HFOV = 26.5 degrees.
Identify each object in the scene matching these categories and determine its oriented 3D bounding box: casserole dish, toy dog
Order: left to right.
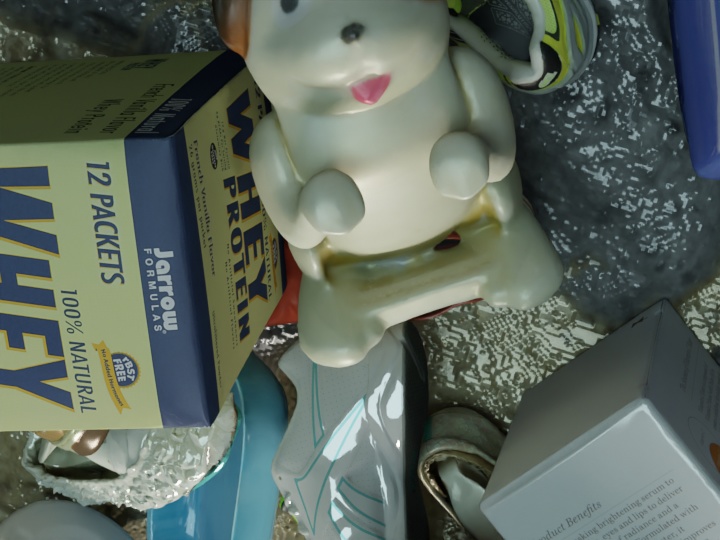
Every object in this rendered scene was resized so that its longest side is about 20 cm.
[{"bbox_3d":[-0.084,0.122,0.903,0.039,0.121,0.201,-3,113,-29],"label":"casserole dish"},{"bbox_3d":[0.011,-0.084,0.739,0.139,0.194,0.200,-10,139,10],"label":"toy dog"}]

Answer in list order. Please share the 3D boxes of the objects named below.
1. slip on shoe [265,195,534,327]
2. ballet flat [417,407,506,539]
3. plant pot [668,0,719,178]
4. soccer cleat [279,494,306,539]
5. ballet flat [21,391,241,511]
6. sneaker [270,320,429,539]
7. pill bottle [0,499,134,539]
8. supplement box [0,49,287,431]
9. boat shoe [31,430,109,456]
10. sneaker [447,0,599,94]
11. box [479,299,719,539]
[{"bbox_3d":[0.000,0.000,0.852,0.199,0.061,0.074,-10,127,17],"label":"slip on shoe"},{"bbox_3d":[0.100,0.166,0.886,0.200,0.062,0.067,46,110,-3],"label":"ballet flat"},{"bbox_3d":[0.233,-0.142,0.680,0.199,0.180,0.201,-3,106,16],"label":"plant pot"},{"bbox_3d":[0.019,0.192,0.905,0.067,0.081,0.200,-36,96,22],"label":"soccer cleat"},{"bbox_3d":[-0.142,0.102,0.877,0.072,0.072,0.200,56,144,-7],"label":"ballet flat"},{"bbox_3d":[-0.005,0.128,0.837,0.080,0.070,0.201,-1,87,14],"label":"sneaker"},{"bbox_3d":[-0.221,0.246,0.963,0.113,0.113,0.200,40,121,0],"label":"pill bottle"},{"bbox_3d":[-0.154,-0.021,0.749,0.199,0.200,0.135,-2,109,9],"label":"supplement box"},{"bbox_3d":[-0.194,0.047,0.858,0.076,0.200,0.072,22,85,-25],"label":"boat shoe"},{"bbox_3d":[0.046,-0.174,0.782,0.200,0.076,0.075,44,114,-1],"label":"sneaker"},{"bbox_3d":[0.175,0.142,0.810,0.106,0.152,0.200,-38,95,23],"label":"box"}]
